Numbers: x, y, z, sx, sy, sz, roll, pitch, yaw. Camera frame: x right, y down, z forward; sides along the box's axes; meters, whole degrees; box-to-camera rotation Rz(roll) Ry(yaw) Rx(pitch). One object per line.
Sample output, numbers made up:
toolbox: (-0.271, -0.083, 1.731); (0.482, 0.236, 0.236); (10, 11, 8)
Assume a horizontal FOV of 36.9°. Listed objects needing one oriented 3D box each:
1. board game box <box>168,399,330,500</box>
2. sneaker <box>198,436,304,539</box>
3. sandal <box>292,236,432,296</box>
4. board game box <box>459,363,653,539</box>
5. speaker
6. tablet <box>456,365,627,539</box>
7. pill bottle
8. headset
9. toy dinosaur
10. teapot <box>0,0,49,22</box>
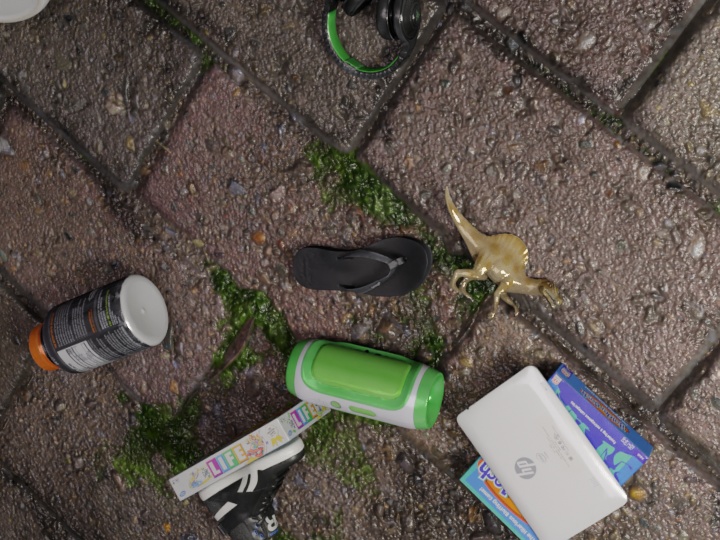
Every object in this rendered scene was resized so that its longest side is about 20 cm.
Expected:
board game box: (-0.149, 0.237, 1.470); (0.199, 0.134, 0.035); (-31, 88, 24)
sneaker: (-0.129, 0.315, 1.517); (0.199, 0.073, 0.113); (-32, 90, 33)
sandal: (0.000, 0.001, 1.411); (0.197, 0.043, 0.077); (-5, 98, 24)
board game box: (0.242, 0.242, 1.353); (0.152, 0.045, 0.201); (42, 113, 11)
speaker: (0.005, 0.147, 1.411); (0.197, 0.088, 0.090); (12, 105, 21)
tablet: (0.220, 0.231, 1.329); (0.130, 0.014, 0.201); (-38, 83, 25)
pill bottle: (-0.383, 0.084, 1.556); (0.198, 0.106, 0.108); (-19, 92, 25)
headset: (0.029, -0.336, 1.331); (0.123, 0.094, 0.201); (32, 126, 10)
toy dinosaur: (0.157, -0.009, 1.346); (0.200, 0.058, 0.101); (41, 98, 2)
teapot: (-0.507, -0.449, 1.485); (0.197, 0.198, 0.148); (-39, 42, 53)
